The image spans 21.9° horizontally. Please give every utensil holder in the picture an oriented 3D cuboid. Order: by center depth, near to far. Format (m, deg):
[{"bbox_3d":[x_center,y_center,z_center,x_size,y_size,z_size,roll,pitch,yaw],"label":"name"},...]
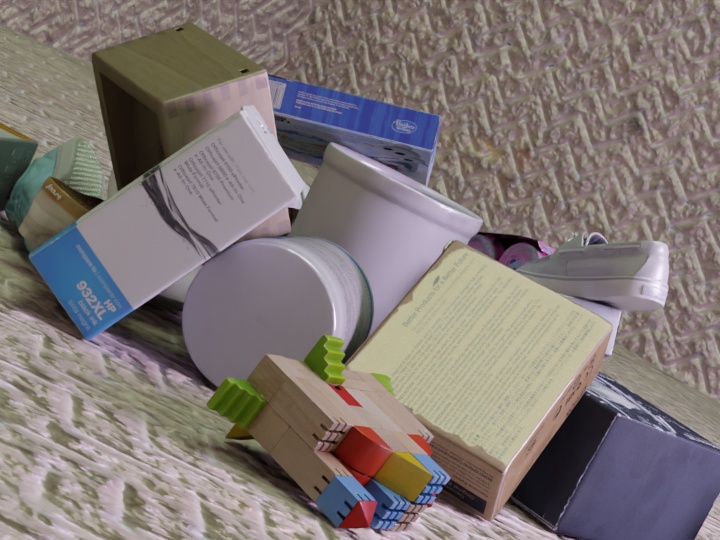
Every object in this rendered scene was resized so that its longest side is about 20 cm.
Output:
[{"bbox_3d":[0.000,0.000,1.827,0.170,0.200,0.170,27,5,-3],"label":"utensil holder"}]

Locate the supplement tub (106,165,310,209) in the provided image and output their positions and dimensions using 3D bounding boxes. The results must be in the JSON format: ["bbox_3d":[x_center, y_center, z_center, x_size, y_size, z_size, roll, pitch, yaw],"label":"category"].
[{"bbox_3d":[-0.160,-0.075,2.030,0.200,0.145,0.144,21,8,-43],"label":"supplement tub"}]

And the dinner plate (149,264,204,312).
[{"bbox_3d":[-0.177,0.003,1.747,0.200,0.024,0.200,19,17,-6],"label":"dinner plate"}]

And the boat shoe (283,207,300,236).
[{"bbox_3d":[-0.087,-0.032,1.903,0.200,0.065,0.072,-9,59,-10],"label":"boat shoe"}]

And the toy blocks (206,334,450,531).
[{"bbox_3d":[0.000,0.129,1.331,0.137,0.100,0.200,44,14,27],"label":"toy blocks"}]

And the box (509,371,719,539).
[{"bbox_3d":[0.200,0.161,1.717,0.200,0.124,0.197,22,10,-44],"label":"box"}]

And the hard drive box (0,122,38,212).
[{"bbox_3d":[-0.401,-0.119,1.678,0.156,0.077,0.200,27,6,6],"label":"hard drive box"}]

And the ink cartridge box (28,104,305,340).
[{"bbox_3d":[-0.148,-0.041,1.472,0.084,0.200,0.145,56,4,-5],"label":"ink cartridge box"}]

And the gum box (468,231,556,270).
[{"bbox_3d":[0.141,0.005,1.968,0.200,0.066,0.113,9,-13,42],"label":"gum box"}]

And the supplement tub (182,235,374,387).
[{"bbox_3d":[-0.065,0.037,1.563,0.132,0.132,0.200,28,5,7],"label":"supplement tub"}]

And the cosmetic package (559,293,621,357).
[{"bbox_3d":[0.155,0.051,1.837,0.151,0.052,0.200,13,-9,-6],"label":"cosmetic package"}]

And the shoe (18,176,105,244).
[{"bbox_3d":[-0.230,-0.029,1.626,0.070,0.053,0.200,37,3,28],"label":"shoe"}]

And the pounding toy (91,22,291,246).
[{"bbox_3d":[-0.135,-0.106,1.661,0.142,0.200,0.184,-21,31,-22],"label":"pounding toy"}]

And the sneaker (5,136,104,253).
[{"bbox_3d":[-0.286,-0.049,1.696,0.074,0.082,0.200,57,16,-20],"label":"sneaker"}]

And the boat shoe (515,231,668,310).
[{"bbox_3d":[0.219,-0.003,1.778,0.072,0.069,0.200,19,-10,-27],"label":"boat shoe"}]

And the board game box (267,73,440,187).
[{"bbox_3d":[-0.021,-0.141,1.912,0.200,0.043,0.199,14,-10,2],"label":"board game box"}]

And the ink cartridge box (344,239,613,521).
[{"bbox_3d":[0.093,0.088,1.560,0.165,0.075,0.200,29,51,18],"label":"ink cartridge box"}]
